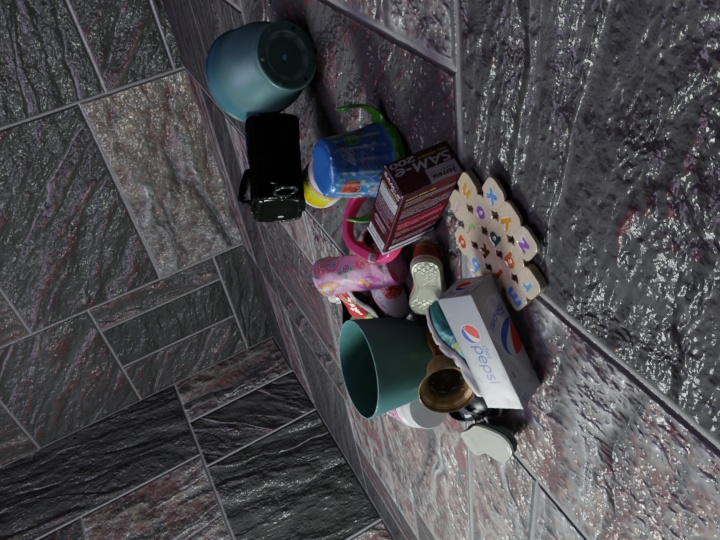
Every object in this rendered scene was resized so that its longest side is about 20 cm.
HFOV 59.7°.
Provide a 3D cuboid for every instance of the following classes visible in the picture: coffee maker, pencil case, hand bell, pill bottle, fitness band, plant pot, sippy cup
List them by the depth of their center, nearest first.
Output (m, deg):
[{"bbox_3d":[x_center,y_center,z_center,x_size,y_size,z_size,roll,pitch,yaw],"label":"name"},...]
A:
[{"bbox_3d":[-0.009,-0.182,1.075,0.140,0.129,0.179,-53,52,59],"label":"sippy cup"},{"bbox_3d":[0.026,-0.094,1.180,0.200,0.037,0.145,35,111,57],"label":"fitness band"},{"bbox_3d":[0.149,0.162,1.187,0.200,0.103,0.105,-94,-10,-60],"label":"hand bell"},{"bbox_3d":[0.000,0.000,1.265,0.199,0.087,0.088,-11,108,33],"label":"pencil case"},{"bbox_3d":[-0.192,-0.420,1.286,0.187,0.199,0.201,2,117,56],"label":"plant pot"},{"bbox_3d":[0.066,0.187,1.296,0.200,0.160,0.202,170,90,-68],"label":"plant pot"},{"bbox_3d":[-0.171,-0.224,1.313,0.192,0.134,0.202,-28,65,53],"label":"coffee maker"},{"bbox_3d":[-0.080,-0.196,1.377,0.105,0.104,0.200,66,164,-2],"label":"pill bottle"},{"bbox_3d":[0.119,0.295,1.437,0.114,0.113,0.200,66,164,-4],"label":"pill bottle"}]

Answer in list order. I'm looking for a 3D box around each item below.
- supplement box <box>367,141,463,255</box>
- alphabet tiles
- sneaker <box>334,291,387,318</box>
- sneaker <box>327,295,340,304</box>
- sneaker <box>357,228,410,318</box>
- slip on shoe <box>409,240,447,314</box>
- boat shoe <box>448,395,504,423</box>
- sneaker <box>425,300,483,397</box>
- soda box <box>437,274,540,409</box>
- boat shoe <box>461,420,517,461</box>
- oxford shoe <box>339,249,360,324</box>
[{"bbox_3d":[0.080,-0.108,0.987,0.061,0.108,0.200,61,163,17],"label":"supplement box"},{"bbox_3d":[0.191,-0.043,0.895,0.201,0.015,0.196,60,163,17],"label":"alphabet tiles"},{"bbox_3d":[0.020,0.086,1.414,0.085,0.077,0.200,-20,122,45],"label":"sneaker"},{"bbox_3d":[-0.032,0.057,1.599,0.078,0.099,0.200,67,164,-7],"label":"sneaker"},{"bbox_3d":[0.049,0.005,1.325,0.108,0.067,0.202,110,136,-71],"label":"sneaker"},{"bbox_3d":[0.123,0.020,1.137,0.201,0.073,0.062,77,-164,-53],"label":"slip on shoe"},{"bbox_3d":[0.212,0.247,1.168,0.075,0.062,0.200,64,163,11],"label":"boat shoe"},{"bbox_3d":[0.191,0.122,1.074,0.200,0.077,0.080,51,140,27],"label":"sneaker"},{"bbox_3d":[0.196,0.109,0.945,0.068,0.063,0.201,-12,110,48],"label":"soda box"},{"bbox_3d":[0.242,0.299,1.140,0.073,0.062,0.200,58,164,8],"label":"boat shoe"},{"bbox_3d":[-0.012,0.035,1.467,0.071,0.074,0.202,-4,89,45],"label":"oxford shoe"}]
